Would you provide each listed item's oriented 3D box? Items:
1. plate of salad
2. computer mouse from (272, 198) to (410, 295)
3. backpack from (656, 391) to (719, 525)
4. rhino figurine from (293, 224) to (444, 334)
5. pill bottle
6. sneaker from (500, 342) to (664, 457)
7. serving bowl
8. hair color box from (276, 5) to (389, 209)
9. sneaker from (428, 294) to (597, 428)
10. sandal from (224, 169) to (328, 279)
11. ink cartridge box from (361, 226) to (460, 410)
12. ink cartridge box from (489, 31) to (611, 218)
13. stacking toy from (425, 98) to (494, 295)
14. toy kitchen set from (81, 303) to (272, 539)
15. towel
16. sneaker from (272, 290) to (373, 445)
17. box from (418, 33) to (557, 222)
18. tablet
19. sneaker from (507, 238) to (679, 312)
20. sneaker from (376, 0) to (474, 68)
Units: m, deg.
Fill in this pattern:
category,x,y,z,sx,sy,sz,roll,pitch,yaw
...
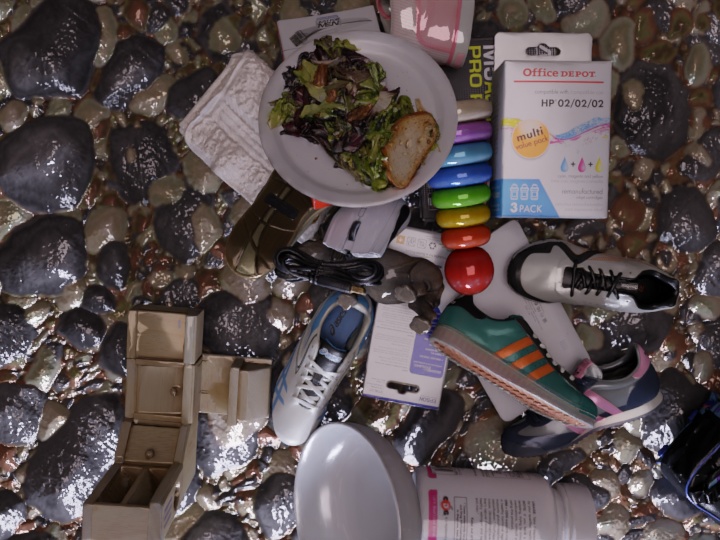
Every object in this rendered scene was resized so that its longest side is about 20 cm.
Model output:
category,x,y,z,sx,sy,sz,roll,pitch,yaw
plate of salad,-0.003,-0.157,0.736,0.197,0.048,0.203,-1,69,2
computer mouse,-0.003,-0.044,0.797,0.108,0.200,0.044,10,124,18
backpack,0.459,0.203,0.840,0.182,0.135,0.201,38,94,-2
rhino figurine,0.000,0.000,0.825,0.198,0.087,0.060,20,123,16
pill bottle,0.156,0.285,0.856,0.197,0.113,0.115,4,94,0
sneaker,0.245,0.145,0.867,0.198,0.070,0.083,-21,104,-7
serving bowl,0.004,0.267,0.836,0.065,0.199,0.203,2,95,-37
hair color box,-0.017,-0.175,0.804,0.109,0.064,0.203,-11,70,-5
sneaker,0.176,0.093,0.817,0.199,0.071,0.080,32,75,3
sandal,-0.072,-0.070,0.823,0.080,0.054,0.201,36,75,8
ink cartridge box,0.063,0.053,0.878,0.093,0.037,0.203,10,92,-2
ink cartridge box,0.199,-0.157,0.802,0.113,0.068,0.203,0,93,-1
stacking toy,0.110,-0.075,0.804,0.084,0.085,0.203,-9,98,0
toy kitchen set,-0.186,0.157,0.811,0.161,0.181,0.203,4,98,-2
towel,-0.099,-0.142,0.864,0.199,0.034,0.133,40,94,-3
sneaker,-0.048,0.110,0.864,0.071,0.072,0.202,25,95,-4
box,0.142,-0.159,0.858,0.158,0.044,0.203,-2,94,0
tablet,0.172,0.059,0.870,0.129,0.014,0.202,-32,100,-6
sneaker,0.260,0.007,0.839,0.197,0.080,0.075,4,95,-11
sneaker,0.073,-0.319,0.812,0.103,0.075,0.203,8,75,1
